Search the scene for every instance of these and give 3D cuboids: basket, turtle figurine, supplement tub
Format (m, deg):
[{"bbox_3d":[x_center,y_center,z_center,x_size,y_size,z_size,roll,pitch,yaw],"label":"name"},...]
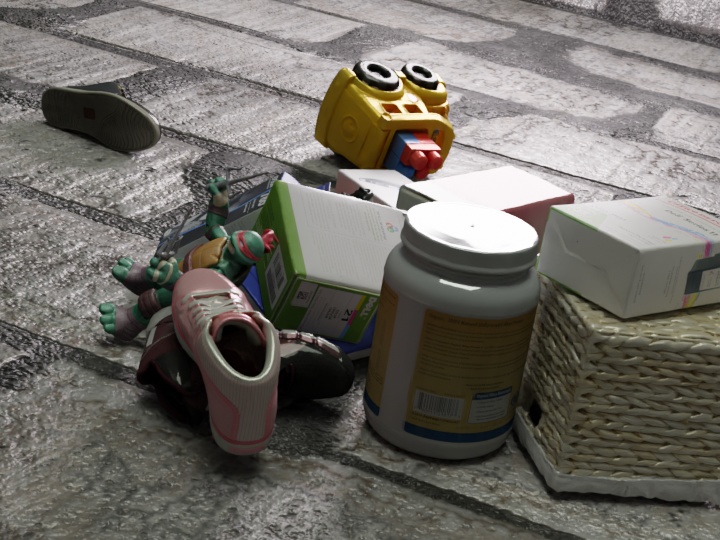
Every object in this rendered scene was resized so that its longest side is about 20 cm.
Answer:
[{"bbox_3d":[0.255,0.097,1.332,0.198,0.162,0.198,6,21,-13],"label":"basket"},{"bbox_3d":[-0.160,-0.010,1.374,0.199,0.101,0.150,-30,15,29],"label":"turtle figurine"},{"bbox_3d":[0.084,0.053,1.305,0.143,0.202,0.145,8,22,-3],"label":"supplement tub"}]

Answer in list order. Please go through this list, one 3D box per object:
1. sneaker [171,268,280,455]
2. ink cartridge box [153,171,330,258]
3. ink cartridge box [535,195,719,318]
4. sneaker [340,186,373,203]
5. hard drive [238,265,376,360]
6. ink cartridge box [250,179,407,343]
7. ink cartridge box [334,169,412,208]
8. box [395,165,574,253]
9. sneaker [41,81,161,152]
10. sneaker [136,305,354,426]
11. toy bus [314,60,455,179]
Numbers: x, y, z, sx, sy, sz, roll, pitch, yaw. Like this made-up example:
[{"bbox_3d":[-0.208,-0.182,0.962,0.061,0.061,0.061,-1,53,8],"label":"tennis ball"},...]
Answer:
[{"bbox_3d":[-0.113,0.049,1.229,0.075,0.105,0.201,-7,47,-16],"label":"sneaker"},{"bbox_3d":[-0.129,-0.053,1.557,0.199,0.039,0.100,-25,18,9],"label":"ink cartridge box"},{"bbox_3d":[0.274,-0.018,1.314,0.199,0.068,0.117,-7,26,-38],"label":"ink cartridge box"},{"bbox_3d":[-0.067,-0.018,1.599,0.198,0.091,0.066,-21,16,-6],"label":"sneaker"},{"bbox_3d":[-0.026,0.036,1.484,0.199,0.025,0.132,-11,51,-42],"label":"hard drive"},{"bbox_3d":[0.000,0.000,1.460,0.198,0.076,0.149,13,38,-23],"label":"ink cartridge box"},{"bbox_3d":[0.019,-0.073,1.807,0.175,0.045,0.200,-3,25,-33],"label":"ink cartridge box"},{"bbox_3d":[0.137,-0.035,1.646,0.109,0.129,0.199,28,29,37],"label":"box"},{"bbox_3d":[-0.333,-0.223,1.978,0.199,0.076,0.106,20,26,27],"label":"sneaker"},{"bbox_3d":[-0.110,0.106,1.296,0.198,0.076,0.116,12,37,4],"label":"sneaker"},{"bbox_3d":[0.066,-0.195,2.033,0.199,0.137,0.192,-5,39,-39],"label":"toy bus"}]
